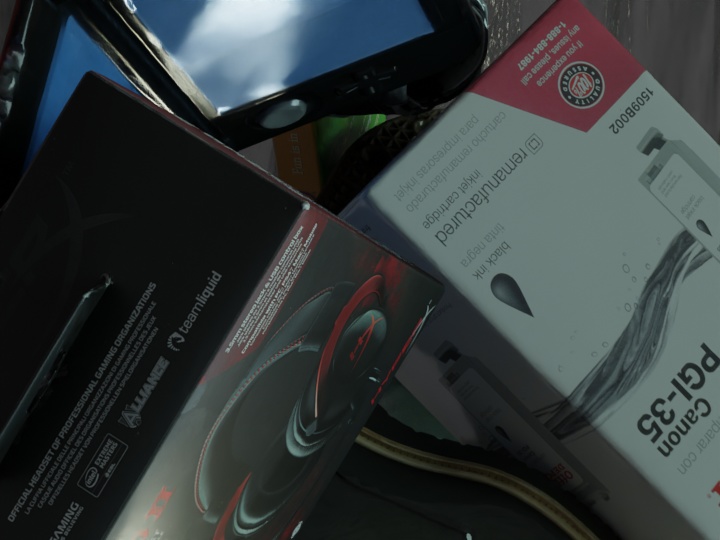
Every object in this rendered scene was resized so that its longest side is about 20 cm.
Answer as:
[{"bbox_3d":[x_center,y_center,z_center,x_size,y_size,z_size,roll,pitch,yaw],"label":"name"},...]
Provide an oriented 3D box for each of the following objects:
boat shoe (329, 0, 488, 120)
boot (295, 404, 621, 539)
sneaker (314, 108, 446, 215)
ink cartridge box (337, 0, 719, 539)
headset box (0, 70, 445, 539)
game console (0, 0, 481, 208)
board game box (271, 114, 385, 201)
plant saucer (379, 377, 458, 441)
[{"bbox_3d":[0.023,-0.099,0.905,0.200,0.068,0.072,-26,120,-72],"label":"boat shoe"},{"bbox_3d":[0.001,0.125,0.790,0.077,0.200,0.138,116,0,-46],"label":"boot"},{"bbox_3d":[0.000,0.000,0.925,0.200,0.070,0.076,-41,161,-41],"label":"sneaker"},{"bbox_3d":[0.098,0.013,0.853,0.147,0.200,0.083,-45,-179,-32],"label":"ink cartridge box"},{"bbox_3d":[-0.061,0.037,0.610,0.149,0.075,0.200,-59,165,0],"label":"headset box"},{"bbox_3d":[-0.038,-0.040,0.703,0.200,0.172,0.119,51,20,-71],"label":"game console"},{"bbox_3d":[-0.013,-0.071,0.957,0.096,0.030,0.200,-67,155,-46],"label":"board game box"},{"bbox_3d":[0.042,0.013,0.985,0.036,0.200,0.200,41,41,-20],"label":"plant saucer"}]
